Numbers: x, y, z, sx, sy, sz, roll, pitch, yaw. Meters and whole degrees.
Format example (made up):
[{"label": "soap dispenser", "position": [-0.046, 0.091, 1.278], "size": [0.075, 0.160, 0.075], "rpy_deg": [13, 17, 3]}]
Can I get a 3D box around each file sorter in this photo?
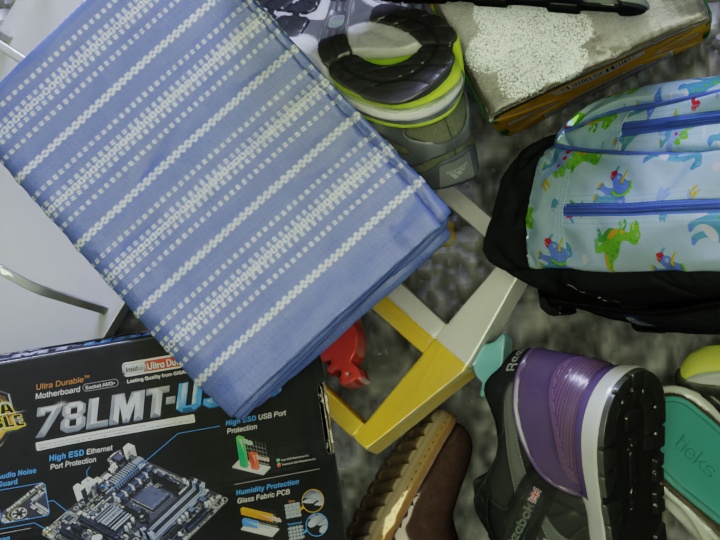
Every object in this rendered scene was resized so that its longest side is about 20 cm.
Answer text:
[{"label": "file sorter", "position": [-0.170, -0.055, 1.385], "size": [0.139, 0.125, 0.200], "rpy_deg": [32, 93, 15]}]

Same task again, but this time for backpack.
[{"label": "backpack", "position": [0.185, -0.029, 1.299], "size": [0.163, 0.200, 0.154], "rpy_deg": [14, 93, -33]}]

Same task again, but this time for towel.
[{"label": "towel", "position": [-0.071, -0.047, 1.298], "size": [0.145, 0.024, 0.200], "rpy_deg": [-42, 84, 5]}]

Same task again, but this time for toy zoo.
[{"label": "toy zoo", "position": [0.000, 0.000, 1.399], "size": [0.200, 0.020, 0.131], "rpy_deg": [42, 94, 23]}]

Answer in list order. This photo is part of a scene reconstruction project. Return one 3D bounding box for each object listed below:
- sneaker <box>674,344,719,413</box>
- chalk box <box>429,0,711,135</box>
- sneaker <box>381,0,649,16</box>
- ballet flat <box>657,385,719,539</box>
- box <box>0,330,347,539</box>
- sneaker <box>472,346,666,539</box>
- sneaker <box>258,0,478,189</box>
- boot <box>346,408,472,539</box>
[{"label": "sneaker", "position": [0.257, 0.033, 1.386], "size": [0.199, 0.078, 0.091], "rpy_deg": [-8, 63, 11]}, {"label": "chalk box", "position": [0.079, -0.184, 1.373], "size": [0.124, 0.124, 0.200], "rpy_deg": [-25, 87, 6]}, {"label": "sneaker", "position": [0.037, -0.169, 1.282], "size": [0.199, 0.074, 0.089], "rpy_deg": [3, 90, -2]}, {"label": "ballet flat", "position": [0.205, 0.137, 1.388], "size": [0.069, 0.069, 0.200], "rpy_deg": [-43, 90, 4]}, {"label": "box", "position": [-0.106, 0.130, 1.323], "size": [0.199, 0.050, 0.199], "rpy_deg": [-10, 93, -17]}, {"label": "sneaker", "position": [0.100, 0.131, 1.364], "size": [0.087, 0.076, 0.201], "rpy_deg": [14, 113, 34]}, {"label": "sneaker", "position": [-0.007, -0.096, 1.365], "size": [0.074, 0.200, 0.081], "rpy_deg": [-30, 124, -13]}, {"label": "boot", "position": [0.064, 0.188, 1.411], "size": [0.166, 0.072, 0.200], "rpy_deg": [22, 90, -7]}]
